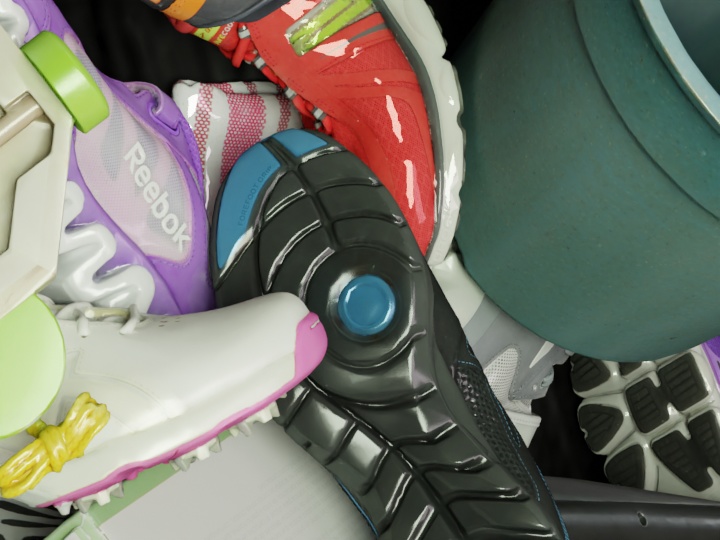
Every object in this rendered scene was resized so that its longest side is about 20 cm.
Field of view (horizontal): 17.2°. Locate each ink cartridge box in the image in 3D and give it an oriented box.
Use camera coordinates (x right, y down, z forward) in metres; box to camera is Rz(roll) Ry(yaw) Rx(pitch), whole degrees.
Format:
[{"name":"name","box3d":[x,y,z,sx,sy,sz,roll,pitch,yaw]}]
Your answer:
[{"name":"ink cartridge box","box3d":[-0.007,0.141,0.795,0.200,0.048,0.145,51,28,4]}]

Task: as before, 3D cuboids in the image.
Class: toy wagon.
[{"name":"toy wagon","box3d":[-0.149,-0.020,0.695,0.155,0.040,0.200,-38,93,-7]}]

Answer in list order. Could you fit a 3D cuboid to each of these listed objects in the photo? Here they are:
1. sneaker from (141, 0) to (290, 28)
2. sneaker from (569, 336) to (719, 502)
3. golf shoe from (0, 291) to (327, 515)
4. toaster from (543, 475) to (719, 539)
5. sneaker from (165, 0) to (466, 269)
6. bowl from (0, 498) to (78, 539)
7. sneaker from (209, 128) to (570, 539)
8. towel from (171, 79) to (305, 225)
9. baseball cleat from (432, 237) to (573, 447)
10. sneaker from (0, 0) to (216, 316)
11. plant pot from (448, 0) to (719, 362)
[{"name":"sneaker","box3d":[-0.038,-0.157,0.793,0.112,0.077,0.201,34,56,-19]},{"name":"sneaker","box3d":[0.163,0.084,1.041,0.083,0.081,0.201,-26,86,-44]},{"name":"golf shoe","box3d":[-0.111,0.034,0.739,0.199,0.075,0.092,-19,96,-3]},{"name":"toaster","box3d":[0.059,0.176,0.951,0.199,0.118,0.182,6,90,-46]},{"name":"sneaker","box3d":[-0.027,-0.087,0.852,0.085,0.077,0.201,-18,87,-32]},{"name":"bowl","box3d":[-0.093,0.178,0.814,0.200,0.094,0.202,-8,101,-44]},{"name":"sneaker","box3d":[0.010,0.047,0.818,0.201,0.073,0.082,64,6,7]},{"name":"towel","box3d":[0.000,0.000,0.930,0.199,0.030,0.147,-3,97,-45]},{"name":"baseball cleat","box3d":[0.068,0.016,0.945,0.199,0.070,0.107,-21,113,-32]},{"name":"sneaker","box3d":[-0.099,-0.042,0.796,0.089,0.080,0.201,-51,130,-39]},{"name":"plant pot","box3d":[0.128,-0.067,0.835,0.199,0.196,0.201,10,65,-21]}]
